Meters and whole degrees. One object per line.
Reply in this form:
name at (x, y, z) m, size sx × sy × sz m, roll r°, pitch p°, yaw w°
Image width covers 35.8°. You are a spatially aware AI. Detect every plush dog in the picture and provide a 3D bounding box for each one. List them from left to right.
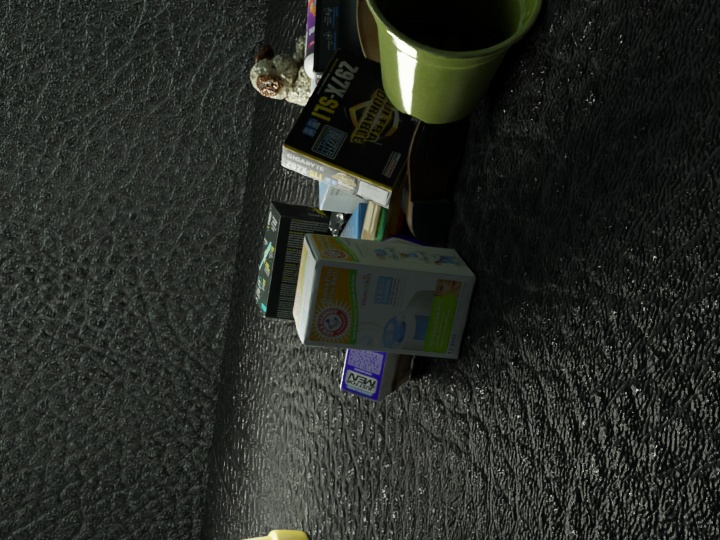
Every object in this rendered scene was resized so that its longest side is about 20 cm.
plush dog at (-0.149, -0.406, 2.361) m, size 0.200 × 0.170 × 0.161 m, roll -107°, pitch 27°, yaw -57°

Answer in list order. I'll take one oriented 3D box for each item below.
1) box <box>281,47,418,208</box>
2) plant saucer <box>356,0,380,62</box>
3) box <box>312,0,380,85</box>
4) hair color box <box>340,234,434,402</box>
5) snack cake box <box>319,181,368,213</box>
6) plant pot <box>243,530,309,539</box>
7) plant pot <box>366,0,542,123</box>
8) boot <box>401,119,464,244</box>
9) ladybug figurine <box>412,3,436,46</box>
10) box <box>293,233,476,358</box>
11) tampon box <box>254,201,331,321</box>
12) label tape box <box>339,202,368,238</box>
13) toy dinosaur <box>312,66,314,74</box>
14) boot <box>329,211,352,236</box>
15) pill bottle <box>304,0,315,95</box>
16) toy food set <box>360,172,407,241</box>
box at (0.003, -0.196, 1.511) m, size 0.049 × 0.159 × 0.201 m, roll 100°, pitch -167°, yaw -56°
plant saucer at (0.067, -0.345, 1.580) m, size 0.200 × 0.035 × 0.202 m, roll 33°, pitch 133°, yaw 44°
box at (0.009, -0.379, 1.707) m, size 0.046 × 0.158 × 0.202 m, roll 85°, pitch -173°, yaw -70°
hair color box at (0.037, 0.062, 1.497) m, size 0.109 × 0.064 × 0.201 m, roll -24°, pitch -51°, yaw -63°
snack cake box at (0.013, -0.169, 1.693) m, size 0.200 × 0.114 × 0.068 m, roll 116°, pitch 157°, yaw -53°
plant pot at (-0.200, 0.583, 2.072) m, size 0.201 × 0.187 × 0.202 m, roll -174°, pitch 90°, yaw -76°
plant pot at (0.095, -0.275, 1.294) m, size 0.185 × 0.199 × 0.202 m, roll 99°, pitch 172°, yaw -64°
boot at (0.084, -0.143, 1.471) m, size 0.097 × 0.074 × 0.202 m, roll -133°, pitch 49°, yaw -69°
ladybug figurine at (0.101, -0.356, 1.399) m, size 0.072 × 0.135 × 0.201 m, roll 58°, pitch 133°, yaw 32°
box at (0.025, 0.031, 1.363) m, size 0.101 × 0.198 × 0.113 m, roll -118°, pitch 36°, yaw -67°
tampon box at (-0.121, -0.017, 2.156) m, size 0.150 × 0.125 × 0.202 m, roll -130°, pitch 49°, yaw -71°
label tape box at (0.000, 0.000, 1.776) m, size 0.200 × 0.063 × 0.145 m, roll 126°, pitch 147°, yaw -64°
toy dinosaur at (-0.016, -0.331, 1.800) m, size 0.102 × 0.199 × 0.137 m, roll -5°, pitch 102°, yaw 57°
boot at (-0.017, -0.157, 1.920) m, size 0.199 × 0.073 × 0.164 m, roll -108°, pitch 24°, yaw -59°
pill bottle at (-0.047, -0.414, 2.070) m, size 0.111 × 0.111 × 0.202 m, roll 135°, pitch 139°, yaw -69°
toy food set at (0.037, -0.078, 1.594) m, size 0.200 × 0.048 × 0.199 m, roll -68°, pitch -10°, yaw -62°
